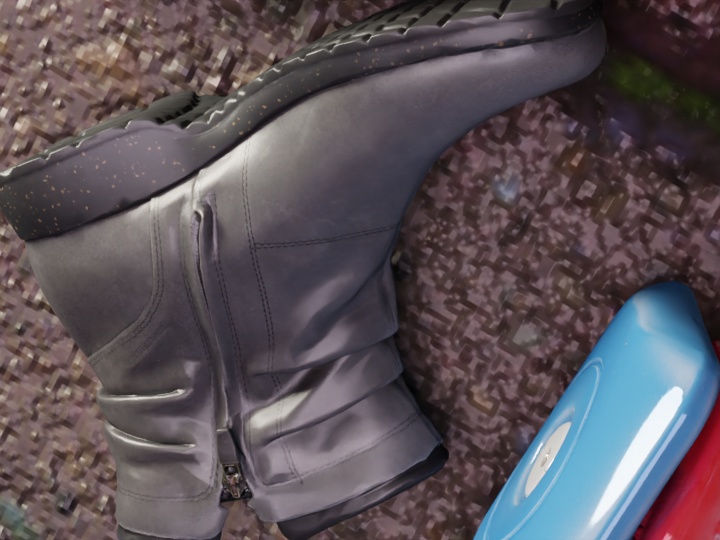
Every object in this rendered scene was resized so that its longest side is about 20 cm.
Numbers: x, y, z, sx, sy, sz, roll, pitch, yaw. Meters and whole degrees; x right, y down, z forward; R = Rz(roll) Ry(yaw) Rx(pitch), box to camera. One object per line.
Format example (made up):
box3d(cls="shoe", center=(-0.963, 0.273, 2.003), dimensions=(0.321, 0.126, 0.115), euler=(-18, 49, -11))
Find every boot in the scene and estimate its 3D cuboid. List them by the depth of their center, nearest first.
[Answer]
box3d(cls="boot", center=(0.000, 0.000, 0.843), dimensions=(0.200, 0.070, 0.132), euler=(-19, 98, 29))

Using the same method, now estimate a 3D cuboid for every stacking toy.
box3d(cls="stacking toy", center=(0.134, 0.101, 0.811), dimensions=(0.200, 0.116, 0.110), euler=(30, 102, -6))
